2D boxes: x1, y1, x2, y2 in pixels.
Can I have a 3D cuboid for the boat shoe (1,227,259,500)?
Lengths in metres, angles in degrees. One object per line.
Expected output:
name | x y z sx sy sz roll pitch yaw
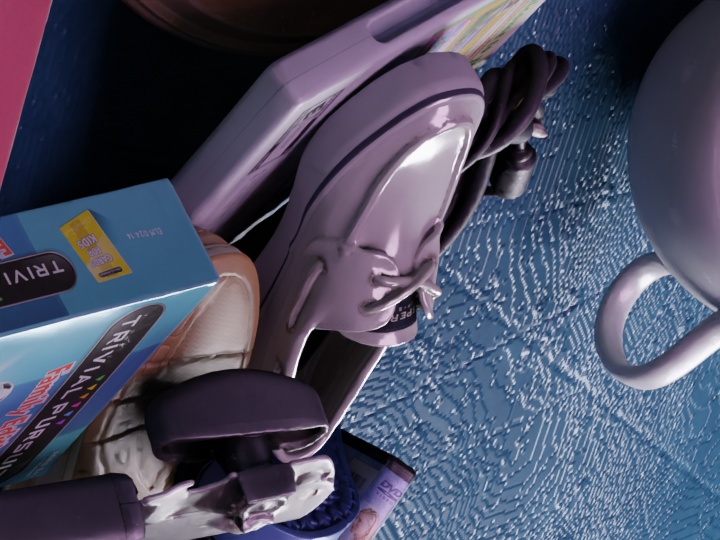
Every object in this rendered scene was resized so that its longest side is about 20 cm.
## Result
boat shoe | -0.102 0.052 1.161 0.073 0.069 0.200 -9 139 -40

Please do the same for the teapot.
teapot | 0.205 -0.059 1.465 0.199 0.146 0.198 -17 103 -26

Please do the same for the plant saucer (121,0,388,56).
plant saucer | -0.018 -0.171 1.076 0.199 0.029 0.201 -12 118 -23

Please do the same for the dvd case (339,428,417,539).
dvd case | -0.056 0.158 1.301 0.018 0.143 0.200 36 85 -15

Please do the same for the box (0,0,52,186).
box | -0.175 -0.070 0.855 0.109 0.127 0.201 37 63 -59

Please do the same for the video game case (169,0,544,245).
video game case | -0.010 -0.062 1.166 0.182 0.022 0.200 -31 172 -37

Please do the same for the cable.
cable | 0.012 -0.022 1.244 0.200 0.051 0.163 -32 171 -31

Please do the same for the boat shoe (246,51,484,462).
boat shoe | 0.000 0.000 1.133 0.072 0.066 0.200 -7 145 -42

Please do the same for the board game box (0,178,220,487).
board game box | -0.167 0.043 1.020 0.199 0.047 0.151 -15 159 -41

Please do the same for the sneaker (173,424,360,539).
sneaker | -0.048 0.103 1.236 0.078 0.070 0.200 -56 -175 11

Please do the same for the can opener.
can opener | -0.105 0.083 1.088 0.199 0.067 0.053 -8 155 -20
